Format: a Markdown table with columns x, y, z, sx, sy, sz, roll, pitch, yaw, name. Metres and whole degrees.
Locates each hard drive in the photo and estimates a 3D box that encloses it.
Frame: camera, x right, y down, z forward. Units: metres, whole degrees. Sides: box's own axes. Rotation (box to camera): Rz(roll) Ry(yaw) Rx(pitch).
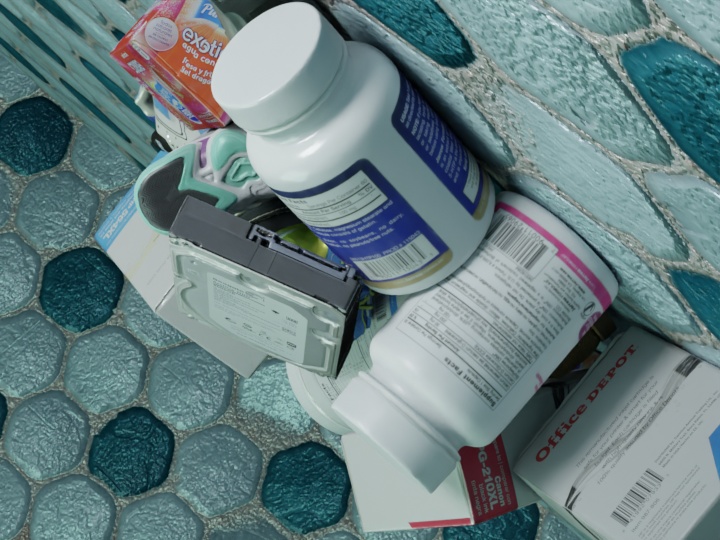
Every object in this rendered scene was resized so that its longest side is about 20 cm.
| x | y | z | sx | sy | sz | roll | pitch | yaw | name |
| --- | --- | --- | --- | --- | --- | --- | --- | --- | --- |
| -0.071 | 0.018 | 1.459 | 0.140 | 0.038 | 0.200 | 24 | 162 | 4 | hard drive |

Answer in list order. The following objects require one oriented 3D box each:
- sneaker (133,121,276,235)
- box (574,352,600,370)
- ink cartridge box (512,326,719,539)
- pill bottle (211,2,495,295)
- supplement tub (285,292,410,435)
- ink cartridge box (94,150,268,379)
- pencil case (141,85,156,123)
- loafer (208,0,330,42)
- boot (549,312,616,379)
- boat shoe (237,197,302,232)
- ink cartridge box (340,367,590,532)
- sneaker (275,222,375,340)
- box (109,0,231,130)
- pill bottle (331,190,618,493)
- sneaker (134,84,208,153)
| x | y | z | sx | sy | sz | roll | pitch | yaw | name |
| --- | --- | --- | --- | --- | --- | --- | --- | --- | --- |
| -0.071 | -0.092 | 1.511 | 0.140 | 0.200 | 0.078 | -75 | -30 | -78 | sneaker |
| 0.225 | 0.162 | 1.759 | 0.200 | 0.103 | 0.095 | 47 | 171 | -35 | box |
| 0.222 | 0.141 | 1.404 | 0.084 | 0.145 | 0.200 | 44 | 174 | -29 | ink cartridge box |
| -0.007 | -0.085 | 1.349 | 0.200 | 0.120 | 0.120 | 46 | 172 | -37 | pill bottle |
| 0.040 | 0.055 | 1.657 | 0.132 | 0.132 | 0.200 | 43 | 144 | -13 | supplement tub |
| -0.130 | -0.009 | 1.791 | 0.129 | 0.125 | 0.200 | 37 | -176 | -34 | ink cartridge box |
| -0.132 | -0.145 | 1.937 | 0.200 | 0.087 | 0.078 | 35 | 129 | 42 | pencil case |
| -0.069 | -0.184 | 1.361 | 0.063 | 0.072 | 0.200 | 62 | -178 | 39 | loafer |
| 0.099 | 0.001 | 1.516 | 0.200 | 0.075 | 0.074 | 44 | 179 | 7 | boot |
| -0.018 | -0.028 | 1.688 | 0.199 | 0.075 | 0.066 | 2 | -172 | -26 | boat shoe |
| 0.110 | 0.139 | 1.558 | 0.145 | 0.200 | 0.084 | -14 | 90 | 54 | ink cartridge box |
| 0.000 | 0.000 | 1.550 | 0.200 | 0.076 | 0.105 | -19 | 88 | 63 | sneaker |
| -0.119 | -0.174 | 1.513 | 0.095 | 0.100 | 0.200 | 42 | 174 | -11 | box |
| 0.079 | 0.052 | 1.401 | 0.113 | 0.200 | 0.113 | 41 | 175 | 5 | pill bottle |
| -0.134 | -0.110 | 1.689 | 0.072 | 0.072 | 0.200 | 39 | -169 | -43 | sneaker |
